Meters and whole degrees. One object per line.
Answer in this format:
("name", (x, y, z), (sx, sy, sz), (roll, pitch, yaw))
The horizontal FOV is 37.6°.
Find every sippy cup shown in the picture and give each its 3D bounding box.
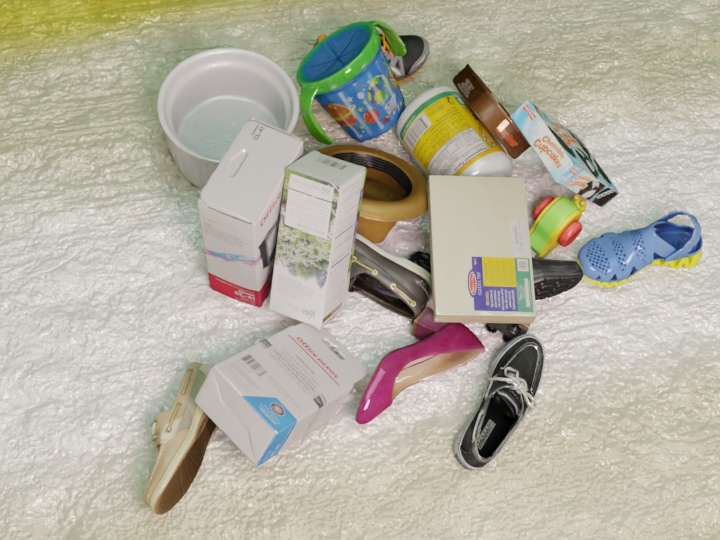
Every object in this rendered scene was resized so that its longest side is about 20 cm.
("sippy cup", (-0.004, -0.263, 1.524), (0.176, 0.131, 0.140), (-32, 33, 10))

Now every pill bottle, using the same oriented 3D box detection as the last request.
("pill bottle", (0.145, -0.154, 1.498), (0.111, 0.113, 0.201), (-26, 65, -19))

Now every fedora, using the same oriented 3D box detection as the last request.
("fedora", (0.005, -0.098, 1.453), (0.196, 0.083, 0.202), (9, 32, -6))

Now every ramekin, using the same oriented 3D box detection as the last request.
("ramekin", (-0.186, -0.207, 1.505), (0.196, 0.098, 0.204), (2, 60, -4))

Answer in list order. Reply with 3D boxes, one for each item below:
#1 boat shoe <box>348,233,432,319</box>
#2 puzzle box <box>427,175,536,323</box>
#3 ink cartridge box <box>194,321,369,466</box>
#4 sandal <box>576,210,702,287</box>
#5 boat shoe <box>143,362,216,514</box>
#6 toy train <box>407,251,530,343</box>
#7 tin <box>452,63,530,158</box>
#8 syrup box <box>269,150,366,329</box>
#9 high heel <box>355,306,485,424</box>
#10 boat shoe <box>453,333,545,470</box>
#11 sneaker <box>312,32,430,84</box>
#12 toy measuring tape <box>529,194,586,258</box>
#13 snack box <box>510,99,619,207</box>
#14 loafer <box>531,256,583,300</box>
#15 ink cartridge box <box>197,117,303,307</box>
("boat shoe", (0.000, 0.000, 1.418), (0.198, 0.072, 0.061), (24, 56, 5))
("puzzle box", (0.154, -0.029, 1.370), (0.130, 0.026, 0.204), (2, 65, -5))
("ink cartridge box", (-0.091, 0.144, 1.302), (0.116, 0.067, 0.199), (42, 34, 18))
("sandal", (0.394, -0.037, 1.472), (0.196, 0.088, 0.081), (-16, 64, -12))
("boat shoe", (-0.221, 0.200, 1.285), (0.064, 0.073, 0.202), (15, 55, 11))
("toy train", (0.148, 0.035, 1.437), (0.198, 0.034, 0.046), (34, 52, 13))
("tin", (0.188, -0.229, 1.524), (0.042, 0.112, 0.201), (-43, 26, 14))
("syrup box", (-0.055, -0.037, 1.345), (0.077, 0.203, 0.081), (19, 29, 19))
("high heel", (0.076, 0.137, 1.354), (0.095, 0.068, 0.200), (30, 51, 17))
("boat shoe", (0.185, 0.159, 1.337), (0.073, 0.068, 0.200), (40, 65, -1))
("sneaker", (0.016, -0.330, 1.608), (0.196, 0.078, 0.079), (-13, 60, -15))
("toy measuring tape", (0.250, -0.048, 1.472), (0.199, 0.074, 0.074), (-38, 70, -24))
("snack box", (0.289, -0.160, 1.483), (0.037, 0.199, 0.117), (-40, 65, 20))
("loafer", (0.203, 0.000, 1.413), (0.196, 0.068, 0.072), (-3, 60, -15))
("ink cartridge box", (-0.137, -0.070, 1.371), (0.084, 0.201, 0.149), (22, 60, 9))
